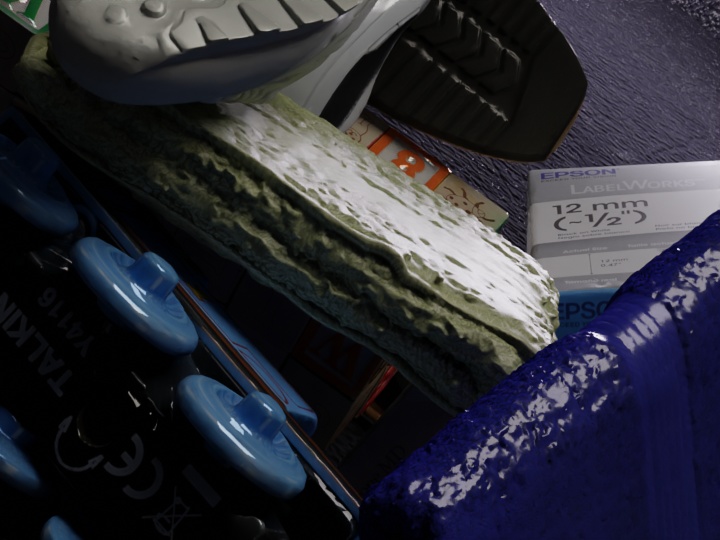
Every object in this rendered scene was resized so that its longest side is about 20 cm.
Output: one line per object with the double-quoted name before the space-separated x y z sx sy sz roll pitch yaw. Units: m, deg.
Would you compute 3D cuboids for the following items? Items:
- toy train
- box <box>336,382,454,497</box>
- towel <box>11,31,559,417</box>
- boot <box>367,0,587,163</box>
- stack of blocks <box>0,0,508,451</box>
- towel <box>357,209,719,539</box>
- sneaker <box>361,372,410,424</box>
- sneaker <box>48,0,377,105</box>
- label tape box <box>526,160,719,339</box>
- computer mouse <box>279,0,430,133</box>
"toy train" -0.073 0.033 0.810 0.200 0.087 0.114 47 10 20
"box" 0.085 0.115 0.955 0.200 0.095 0.078 41 16 5
"towel" -0.021 -0.022 0.880 0.200 0.037 0.148 32 13 -3
"boot" -0.001 -0.091 1.102 0.200 0.077 0.138 34 -16 13
"stack of blocks" -0.058 -0.035 1.008 0.200 0.059 0.115 36 36 7
"towel" 0.068 0.080 0.817 0.050 0.148 0.200 12 32 35
"sneaker" 0.000 0.000 1.103 0.200 0.073 0.085 51 15 27
"sneaker" -0.036 -0.081 0.830 0.076 0.081 0.200 38 32 10
"label tape box" 0.141 -0.007 1.131 0.143 0.066 0.200 -3 26 3
"computer mouse" -0.002 -0.115 0.999 0.110 0.044 0.200 26 55 10
